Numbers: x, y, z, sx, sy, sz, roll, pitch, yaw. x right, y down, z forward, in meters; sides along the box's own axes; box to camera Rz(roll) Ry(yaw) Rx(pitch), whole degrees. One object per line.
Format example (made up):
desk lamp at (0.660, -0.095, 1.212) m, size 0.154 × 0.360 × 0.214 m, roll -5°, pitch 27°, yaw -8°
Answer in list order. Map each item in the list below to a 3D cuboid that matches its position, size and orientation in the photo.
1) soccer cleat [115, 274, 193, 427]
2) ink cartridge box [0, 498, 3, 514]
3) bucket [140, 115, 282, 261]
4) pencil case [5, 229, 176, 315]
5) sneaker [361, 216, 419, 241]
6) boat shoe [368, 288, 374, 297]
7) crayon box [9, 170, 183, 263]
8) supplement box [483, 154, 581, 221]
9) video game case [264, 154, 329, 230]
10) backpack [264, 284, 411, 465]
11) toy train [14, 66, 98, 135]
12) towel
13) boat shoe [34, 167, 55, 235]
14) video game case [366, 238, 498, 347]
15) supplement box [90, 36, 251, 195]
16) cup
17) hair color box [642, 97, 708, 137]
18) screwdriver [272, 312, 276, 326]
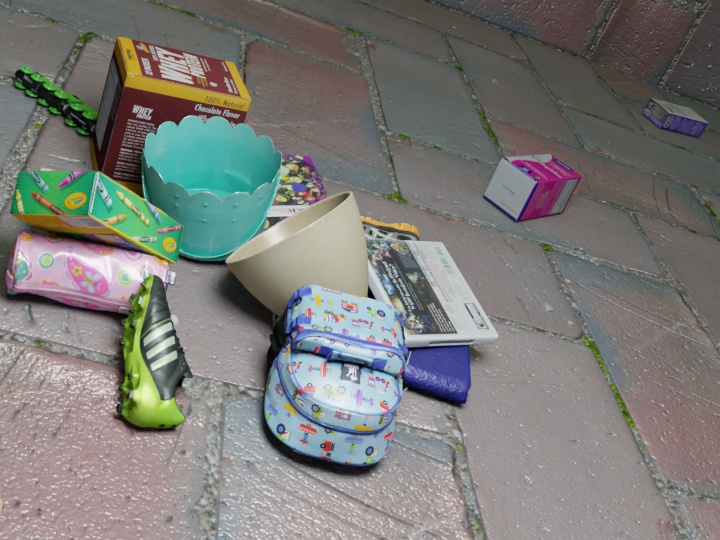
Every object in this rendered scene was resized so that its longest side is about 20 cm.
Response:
soccer cleat at (-0.241, 0.097, 1.069) m, size 0.081 × 0.067 × 0.201 m, roll 21°, pitch 46°, yaw -32°
ink cartridge box at (-0.400, 0.251, 0.708) m, size 0.199 × 0.075 × 0.165 m, roll 13°, pitch 30°, yaw -19°
bucket at (-0.224, -0.120, 1.343) m, size 0.205 × 0.135 × 0.208 m, roll 7°, pitch 40°, yaw -6°
pencil case at (-0.340, 0.009, 1.137) m, size 0.199 × 0.088 × 0.088 m, roll 14°, pitch 31°, yaw -20°
sneaker at (0.018, -0.037, 1.492) m, size 0.199 × 0.078 × 0.078 m, roll 0°, pitch 56°, yaw -25°
boat shoe at (0.000, 0.000, 1.421) m, size 0.198 × 0.073 × 0.072 m, roll 13°, pitch 32°, yaw -8°
crayon box at (-0.328, -0.064, 1.146) m, size 0.118 × 0.059 × 0.200 m, roll 2°, pitch -15°, yaw 21°
supplement box at (0.377, -0.183, 1.964) m, size 0.101 × 0.104 × 0.199 m, roll 41°, pitch 31°, yaw 29°
video game case at (-0.150, -0.133, 1.522) m, size 0.180 × 0.036 × 0.201 m, roll -2°, pitch 37°, yaw -18°
backpack at (-0.028, 0.135, 1.116) m, size 0.181 × 0.135 × 0.201 m, roll 17°, pitch 33°, yaw -11°
toy train at (-0.512, -0.291, 1.542) m, size 0.199 × 0.042 × 0.056 m, roll 36°, pitch 21°, yaw 19°
towel at (0.062, 0.114, 1.308) m, size 0.199 × 0.050 × 0.148 m, roll 20°, pitch 37°, yaw -9°
boat shoe at (-0.408, -0.079, 1.241) m, size 0.071 × 0.070 × 0.201 m, roll 7°, pitch 32°, yaw -25°
video game case at (0.094, 0.031, 1.358) m, size 0.181 × 0.023 × 0.201 m, roll 2°, pitch 47°, yaw -36°
supplement box at (-0.306, -0.234, 1.435) m, size 0.196 × 0.201 × 0.133 m, roll 7°, pitch 34°, yaw -28°
cup at (-0.066, 0.000, 1.258) m, size 0.144 × 0.199 × 0.200 m, roll 61°, pitch 28°, yaw -12°
hair color box at (1.069, -0.518, 3.060) m, size 0.199 × 0.065 × 0.110 m, roll 8°, pitch 34°, yaw -31°
screwdriver at (-0.128, 0.025, 1.325) m, size 0.028 × 0.029 × 0.201 m, roll 14°, pitch 30°, yaw -18°
